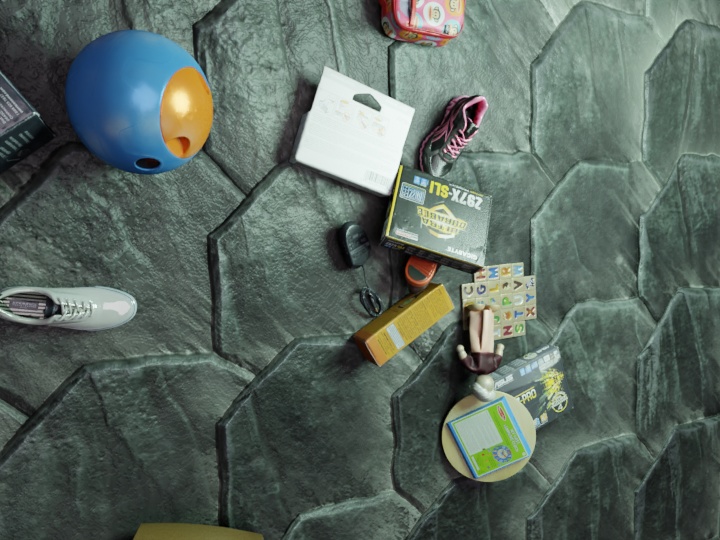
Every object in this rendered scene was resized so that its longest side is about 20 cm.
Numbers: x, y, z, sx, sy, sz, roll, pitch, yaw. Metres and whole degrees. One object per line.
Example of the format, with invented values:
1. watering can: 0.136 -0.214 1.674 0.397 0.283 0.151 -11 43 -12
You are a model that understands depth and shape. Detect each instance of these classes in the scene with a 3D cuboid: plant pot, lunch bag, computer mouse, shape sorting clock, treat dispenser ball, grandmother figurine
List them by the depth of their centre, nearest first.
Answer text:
1. treat dispenser ball: -0.319 -0.242 0.798 0.201 0.201 0.201 -2 95 -24
2. plant pot: -0.288 0.497 0.896 0.200 0.186 0.187 26 83 -10
3. lunch bag: 0.108 -0.539 1.034 0.176 0.082 0.200 1 92 -20
4. computer mouse: 0.000 0.000 1.055 0.059 0.034 0.200 -29 111 -37
5. grandmother figurine: 0.253 0.172 1.138 0.121 0.061 0.200 2 80 -15
6. shape sorting clock: 0.273 0.353 1.167 0.200 0.039 0.200 1 97 5

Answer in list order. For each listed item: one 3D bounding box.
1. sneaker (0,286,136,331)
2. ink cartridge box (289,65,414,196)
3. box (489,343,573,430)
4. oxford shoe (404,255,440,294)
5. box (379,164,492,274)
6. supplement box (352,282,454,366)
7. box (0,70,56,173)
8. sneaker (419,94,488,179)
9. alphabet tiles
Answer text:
1. sneaker: -0.449 0.061 0.834 0.200 0.071 0.073 1 94 -24
2. ink cartridge box: -0.012 -0.252 1.017 0.200 0.045 0.176 18 88 -25
3. box: 0.375 0.278 1.229 0.200 0.049 0.161 -22 101 -19
4. oxford shoe: 0.143 -0.041 1.102 0.071 0.073 0.200 29 65 14
5. box: 0.148 -0.097 1.051 0.200 0.049 0.160 18 65 -10
6. supplement box: 0.087 0.101 1.078 0.200 0.067 0.069 -37 107 -16
7. box: -0.531 -0.179 0.710 0.200 0.197 0.117 -42 108 -15
8. sneaker: 0.189 -0.265 1.080 0.079 0.095 0.200 29 84 -25
9. alphabet tiles: 0.308 0.070 1.206 0.200 0.006 0.167 -6 97 -23
